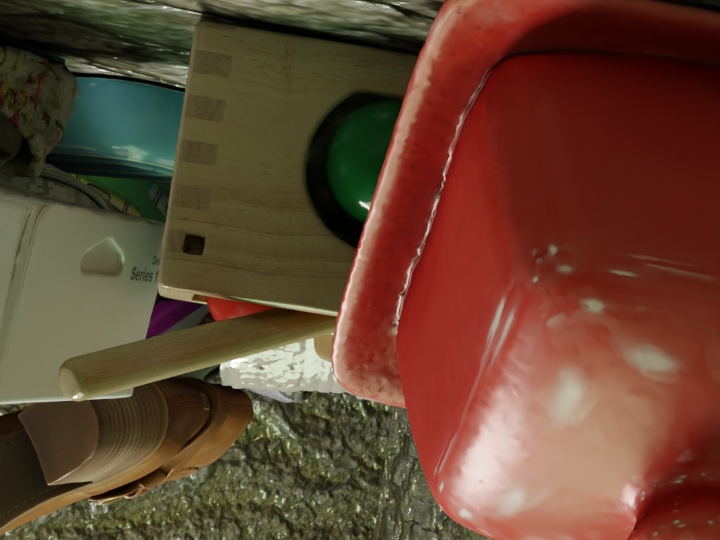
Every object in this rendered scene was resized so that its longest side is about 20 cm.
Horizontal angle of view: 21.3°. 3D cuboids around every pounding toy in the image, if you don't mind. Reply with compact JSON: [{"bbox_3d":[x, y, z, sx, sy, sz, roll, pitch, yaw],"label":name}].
[{"bbox_3d":[-0.013,-0.011,0.755,0.183,0.143,0.200,8,178,-5],"label":"pounding toy"}]

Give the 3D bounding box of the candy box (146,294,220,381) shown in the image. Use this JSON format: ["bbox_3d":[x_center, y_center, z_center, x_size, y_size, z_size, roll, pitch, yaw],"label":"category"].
[{"bbox_3d":[-0.109,0.025,1.195,0.136,0.061,0.200,-30,-169,7],"label":"candy box"}]

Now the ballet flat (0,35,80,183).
[{"bbox_3d":[-0.178,-0.075,0.792,0.075,0.064,0.200,8,177,24],"label":"ballet flat"}]

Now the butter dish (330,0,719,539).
[{"bbox_3d":[0.098,0.033,0.590,0.198,0.148,0.200,9,137,-8],"label":"butter dish"}]

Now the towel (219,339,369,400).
[{"bbox_3d":[0.000,0.000,0.945,0.132,0.035,0.200,7,138,-1],"label":"towel"}]

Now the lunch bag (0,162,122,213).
[{"bbox_3d":[-0.201,0.001,1.009,0.167,0.140,0.200,-10,180,-3],"label":"lunch bag"}]

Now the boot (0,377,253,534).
[{"bbox_3d":[-0.168,0.104,1.054,0.200,0.077,0.155,-30,166,25],"label":"boot"}]

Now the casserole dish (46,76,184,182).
[{"bbox_3d":[-0.138,-0.072,1.001,0.199,0.039,0.121,5,176,40],"label":"casserole dish"}]

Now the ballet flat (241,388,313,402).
[{"bbox_3d":[-0.005,0.006,1.027,0.072,0.072,0.200,10,139,-27],"label":"ballet flat"}]

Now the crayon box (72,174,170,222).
[{"bbox_3d":[-0.219,-0.063,1.227,0.118,0.059,0.200,7,177,33],"label":"crayon box"}]

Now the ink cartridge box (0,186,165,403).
[{"bbox_3d":[-0.203,-0.003,0.819,0.199,0.085,0.146,12,-179,17],"label":"ink cartridge box"}]
